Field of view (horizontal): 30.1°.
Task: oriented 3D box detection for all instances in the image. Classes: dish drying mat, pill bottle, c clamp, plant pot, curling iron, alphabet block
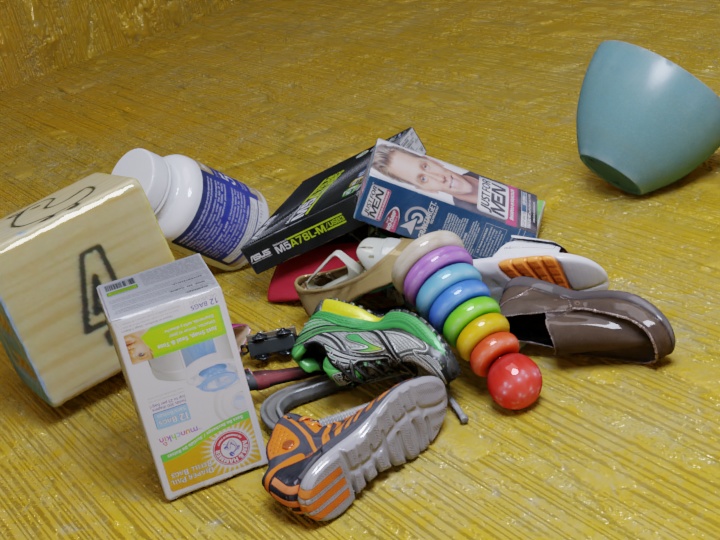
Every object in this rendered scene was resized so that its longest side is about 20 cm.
[{"bbox_3d":[-0.033,0.002,1.618,0.199,0.018,0.077,-3,55,43],"label":"dish drying mat"},{"bbox_3d":[-0.226,-0.083,1.747,0.119,0.121,0.199,8,-11,43],"label":"pill bottle"},{"bbox_3d":[-0.005,0.133,1.364,0.199,0.027,0.171,-16,23,-3],"label":"c clamp"},{"bbox_3d":[0.351,-0.176,1.687,0.135,0.200,0.200,-57,32,-3],"label":"plant pot"},{"bbox_3d":[-0.110,0.109,1.417,0.199,0.050,0.026,-9,51,-21],"label":"curling iron"},{"bbox_3d":[-0.332,0.016,1.567,0.199,0.197,0.195,-29,19,-21],"label":"alphabet block"}]

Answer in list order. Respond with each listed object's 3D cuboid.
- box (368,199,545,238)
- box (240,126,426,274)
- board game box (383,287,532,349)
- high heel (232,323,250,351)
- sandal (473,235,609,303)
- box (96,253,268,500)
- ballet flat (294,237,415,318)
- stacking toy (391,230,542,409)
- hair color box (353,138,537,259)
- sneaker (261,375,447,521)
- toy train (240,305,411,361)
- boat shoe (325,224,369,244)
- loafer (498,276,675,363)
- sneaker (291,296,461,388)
[{"bbox_3d":[0.121,-0.062,1.641,0.199,0.037,0.144,10,26,11],"label":"box"},{"bbox_3d":[-0.031,-0.089,1.672,0.192,0.048,0.200,-21,19,33],"label":"box"},{"bbox_3d":[0.130,0.027,1.489,0.104,0.024,0.199,-30,36,-34],"label":"board game box"},{"bbox_3d":[-0.170,0.108,1.473,0.095,0.068,0.200,-24,9,5],"label":"high heel"},{"bbox_3d":[0.162,-0.005,1.428,0.205,0.079,0.059,-1,47,18],"label":"sandal"},{"bbox_3d":[-0.173,0.103,1.311,0.112,0.201,0.101,-18,24,-12],"label":"box"},{"bbox_3d":[0.000,0.000,1.498,0.199,0.063,0.069,-28,13,35],"label":"ballet flat"},{"bbox_3d":[0.111,0.056,1.330,0.085,0.086,0.200,-22,56,-17],"label":"stacking toy"},{"bbox_3d":[0.098,-0.073,1.510,0.199,0.061,0.100,19,30,-4],"label":"hair color box"},{"bbox_3d":[-0.014,0.151,1.265,0.199,0.078,0.112,-31,29,-33],"label":"sneaker"},{"bbox_3d":[-0.038,0.069,1.517,0.198,0.034,0.046,-11,12,1],"label":"toy train"},{"bbox_3d":[-0.004,-0.021,1.658,0.062,0.073,0.200,-25,29,-30],"label":"boat shoe"},{"bbox_3d":[0.219,0.063,1.339,0.199,0.073,0.071,10,44,39],"label":"loafer"},{"bbox_3d":[0.016,0.090,1.356,0.199,0.078,0.085,8,50,41],"label":"sneaker"}]
